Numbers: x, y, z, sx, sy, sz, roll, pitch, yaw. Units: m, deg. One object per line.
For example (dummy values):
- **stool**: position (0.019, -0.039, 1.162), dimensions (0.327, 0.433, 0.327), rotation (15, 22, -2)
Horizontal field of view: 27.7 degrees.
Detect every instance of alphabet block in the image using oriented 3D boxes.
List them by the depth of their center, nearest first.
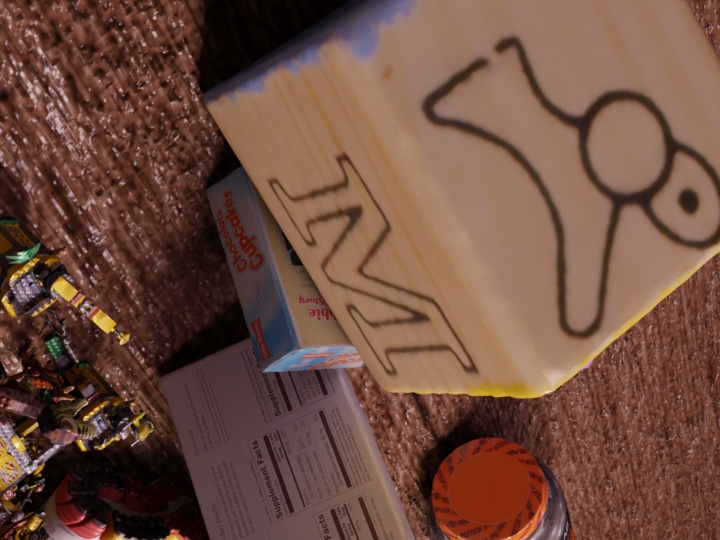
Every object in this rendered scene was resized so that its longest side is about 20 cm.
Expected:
- **alphabet block**: position (0.066, -0.068, 0.778), dimensions (0.195, 0.196, 0.201), rotation (-35, 101, -20)

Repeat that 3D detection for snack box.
- **snack box**: position (0.000, 0.000, 0.909), dimensions (0.037, 0.117, 0.199), rotation (-30, 160, 35)

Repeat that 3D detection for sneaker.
- **sneaker**: position (-0.150, 0.180, 0.958), dimensions (0.082, 0.078, 0.200), rotation (-41, 146, 12)

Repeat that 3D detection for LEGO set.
- **LEGO set**: position (-0.178, 0.086, 0.775), dimensions (0.153, 0.116, 0.201), rotation (-33, 143, -25)

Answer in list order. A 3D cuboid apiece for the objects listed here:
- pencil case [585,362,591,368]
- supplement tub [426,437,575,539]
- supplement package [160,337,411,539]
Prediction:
- **pencil case**: position (0.184, -0.029, 1.130), dimensions (0.084, 0.085, 0.201), rotation (-12, 132, -45)
- **supplement tub**: position (0.127, 0.235, 1.285), dimensions (0.122, 0.122, 0.201), rotation (-42, 146, -13)
- **supplement package**: position (-0.029, 0.161, 0.921), dimensions (0.110, 0.201, 0.156), rotation (-23, 144, 0)
